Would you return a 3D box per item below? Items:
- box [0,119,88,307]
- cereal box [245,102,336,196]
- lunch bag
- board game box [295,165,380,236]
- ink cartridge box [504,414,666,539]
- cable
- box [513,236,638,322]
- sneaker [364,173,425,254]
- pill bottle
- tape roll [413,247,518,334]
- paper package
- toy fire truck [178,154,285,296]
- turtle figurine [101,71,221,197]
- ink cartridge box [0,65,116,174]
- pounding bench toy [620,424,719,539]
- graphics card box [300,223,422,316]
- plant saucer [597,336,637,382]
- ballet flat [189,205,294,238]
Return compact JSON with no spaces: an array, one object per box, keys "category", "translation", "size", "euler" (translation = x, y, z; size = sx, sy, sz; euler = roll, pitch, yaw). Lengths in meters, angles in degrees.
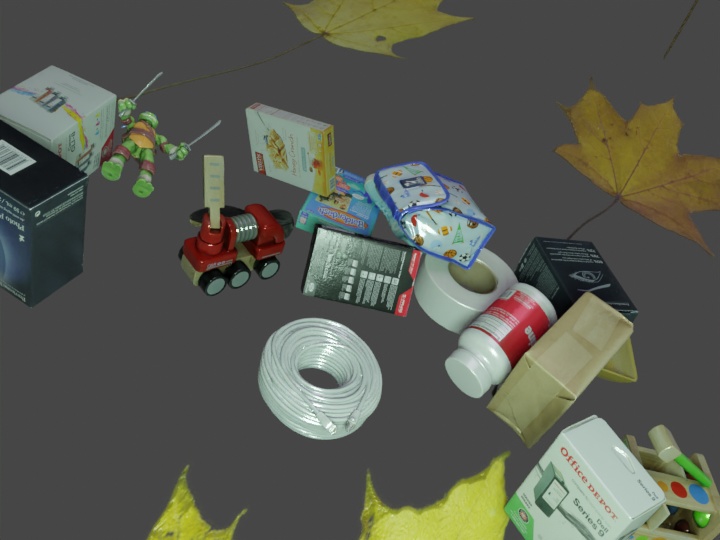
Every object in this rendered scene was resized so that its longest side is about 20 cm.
[{"category":"box","translation":[-0.529,-0.088,1.125],"size":[0.198,0.200,0.123],"euler":[30,41,11]},{"category":"cereal box","translation":[-0.139,-0.243,1.494],"size":[0.197,0.146,0.039],"euler":[21,43,28]},{"category":"lunch bag","translation":[0.129,-0.115,1.397],"size":[0.197,0.125,0.171],"euler":[17,27,-27]},{"category":"board game box","translation":[-0.035,-0.132,1.536],"size":[0.150,0.045,0.201],"euler":[22,38,-1]},{"category":"ink cartridge box","translation":[0.309,0.328,1.050],"size":[0.083,0.202,0.147],"euler":[-12,49,-34]},{"category":"cable","translation":[-0.061,0.166,1.165],"size":[0.199,0.070,0.200],"euler":[34,39,15]},{"category":"box","translation":[0.407,0.042,1.426],"size":[0.145,0.105,0.202],"euler":[5,42,-21]},{"category":"sneaker","translation":[0.082,-0.112,1.509],"size":[0.199,0.074,0.083],"euler":[39,41,-15]},{"category":"pill bottle","translation":[0.242,0.123,1.291],"size":[0.112,0.113,0.199],"euler":[40,64,22]},{"category":"tape roll","translation":[0.206,0.033,1.443],"size":[0.199,0.071,0.204],"euler":[14,39,-11]},{"category":"paper package","translation":[0.329,0.165,1.232],"size":[0.103,0.192,0.199],"euler":[41,53,18]},{"category":"toy fire truck","translation":[-0.217,-0.085,1.270],"size":[0.174,0.202,0.129],"euler":[-17,53,-38]},{"category":"turtle figurine","translation":[-0.398,-0.253,1.402],"size":[0.196,0.145,0.197],"euler":[-6,52,19]},{"category":"ink cartridge box","translation":[-0.556,-0.244,1.333],"size":[0.143,0.147,0.201],"euler":[25,39,3]},{"category":"pounding bench toy","translation":[0.473,0.330,1.128],"size":[0.153,0.202,0.125],"euler":[14,39,-9]},{"category":"graphics card box","translation":[0.000,0.000,1.336],"size":[0.196,0.128,0.051],"euler":[11,11,-13]},{"category":"plant saucer","translation":[0.431,0.130,1.458],"size":[0.197,0.049,0.201],"euler":[20,38,-4]},{"category":"ballet flat","translation":[-0.222,-0.085,1.398],"size":[0.196,0.057,0.067],"euler":[3,41,-13]}]
